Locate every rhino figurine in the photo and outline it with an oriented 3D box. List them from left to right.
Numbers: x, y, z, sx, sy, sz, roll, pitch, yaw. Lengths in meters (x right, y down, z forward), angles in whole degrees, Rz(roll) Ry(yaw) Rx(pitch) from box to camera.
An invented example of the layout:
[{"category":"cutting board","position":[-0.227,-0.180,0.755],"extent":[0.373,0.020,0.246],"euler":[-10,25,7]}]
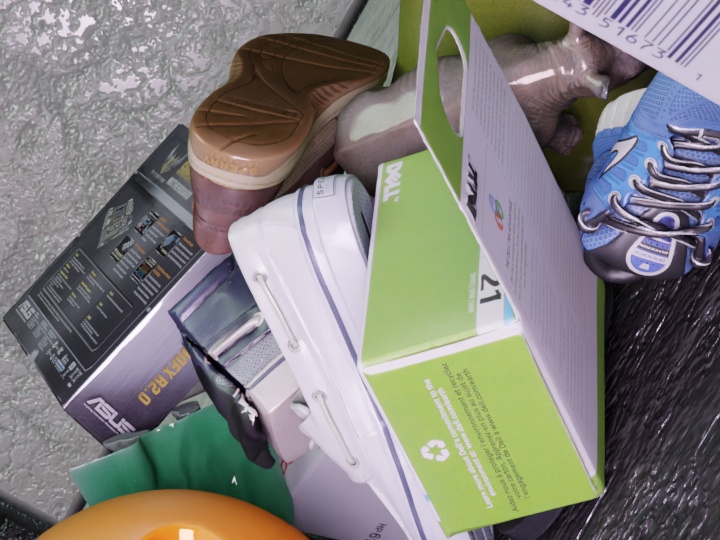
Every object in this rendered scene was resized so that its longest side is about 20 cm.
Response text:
[{"category":"rhino figurine","position":[0.071,-0.080,1.132],"extent":[0.199,0.060,0.087],"euler":[-21,-11,38]}]

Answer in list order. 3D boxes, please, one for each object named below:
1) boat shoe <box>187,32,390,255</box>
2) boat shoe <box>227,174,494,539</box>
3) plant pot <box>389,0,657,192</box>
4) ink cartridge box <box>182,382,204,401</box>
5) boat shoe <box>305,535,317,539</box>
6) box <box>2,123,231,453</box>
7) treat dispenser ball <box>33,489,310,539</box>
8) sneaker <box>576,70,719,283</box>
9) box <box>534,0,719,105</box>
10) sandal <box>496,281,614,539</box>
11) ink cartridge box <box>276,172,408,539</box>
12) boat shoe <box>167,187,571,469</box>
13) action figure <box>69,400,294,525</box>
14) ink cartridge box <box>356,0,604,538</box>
[{"category":"boat shoe","position":[-0.038,-0.063,1.206],"extent":[0.200,0.072,0.072],"euler":[-57,-20,-63]},{"category":"boat shoe","position":[0.001,0.053,1.089],"extent":[0.066,0.201,0.074],"euler":[-16,15,17]},{"category":"plant pot","position":[0.104,-0.152,1.245],"extent":[0.201,0.199,0.194],"euler":[-78,6,-65]},{"category":"ink cartridge box","position":[-0.052,0.010,1.503],"extent":[0.146,0.085,0.200],"euler":[-25,-2,42]},{"category":"boat shoe","position":[-0.041,0.185,1.357],"extent":[0.200,0.072,0.068],"euler":[126,166,-77]},{"category":"box","position":[-0.113,0.007,1.331],"extent":[0.158,0.048,0.200],"euler":[-47,22,-3]},{"category":"treat dispenser ball","position":[-0.084,0.199,1.084],"extent":[0.201,0.200,0.201],"euler":[-59,8,14]},{"category":"sneaker","position":[0.139,-0.041,1.007],"extent":[0.200,0.078,0.090],"euler":[116,173,-71]},{"category":"box","position":[0.159,-0.163,0.855],"extent":[0.201,0.183,0.105],"euler":[-66,8,-30]},{"category":"sandal","position":[0.079,0.048,1.127],"extent":[0.075,0.045,0.200],"euler":[-57,9,29]},{"category":"ink cartridge box","position":[0.007,0.026,1.291],"extent":[0.145,0.084,0.201],"euler":[125,148,-44]},{"category":"boat shoe","position":[0.000,0.000,1.165],"extent":[0.200,0.093,0.075],"euler":[-35,-33,-15]},{"category":"action figure","position":[-0.068,0.169,1.233],"extent":[0.118,0.201,0.055],"euler":[-23,9,-25]},{"category":"ink cartridge box","position":[0.035,-0.014,1.015],"extent":[0.075,0.200,0.148],"euler":[-17,34,18]}]
